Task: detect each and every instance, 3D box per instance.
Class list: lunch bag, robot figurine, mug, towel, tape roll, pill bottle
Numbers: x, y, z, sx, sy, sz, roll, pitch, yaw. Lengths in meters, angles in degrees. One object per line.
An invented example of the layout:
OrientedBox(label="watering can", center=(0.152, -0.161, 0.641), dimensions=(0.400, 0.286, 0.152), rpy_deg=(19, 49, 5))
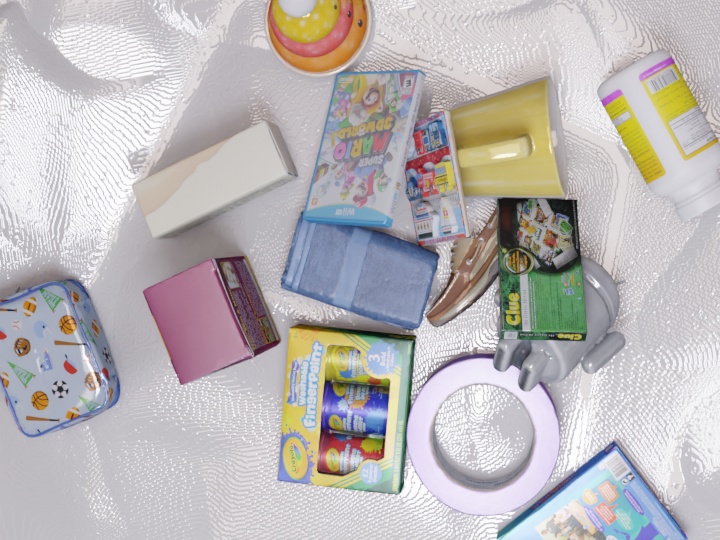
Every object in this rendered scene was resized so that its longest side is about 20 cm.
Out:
OrientedBox(label="lunch bag", center=(-0.423, 0.115, 1.795), dimensions=(0.158, 0.076, 0.203), rpy_deg=(-21, 90, 9))
OrientedBox(label="robot figurine", center=(0.248, 0.060, 1.670), dimensions=(0.169, 0.113, 0.200), rpy_deg=(38, 63, 15))
OrientedBox(label="mug", center=(0.171, -0.165, 1.668), dimensions=(0.151, 0.187, 0.152), rpy_deg=(-7, 66, 16))
OrientedBox(label="towel", center=(0.000, 0.000, 1.751), dimensions=(0.197, 0.049, 0.113), rpy_deg=(18, 91, 7))
OrientedBox(label="tape roll", center=(0.159, 0.212, 1.730), dimensions=(0.196, 0.066, 0.204), rpy_deg=(0, 92, 8))
OrientedBox(label="pill bottle", center=(0.385, -0.167, 1.670), dimensions=(0.103, 0.104, 0.202), rpy_deg=(-29, 88, 7))

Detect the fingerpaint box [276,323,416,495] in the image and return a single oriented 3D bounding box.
OrientedBox(label="fingerpaint box", center=(-0.017, 0.180, 1.746), dimensions=(0.164, 0.073, 0.204), rpy_deg=(6, 92, 7))

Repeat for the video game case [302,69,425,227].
OrientedBox(label="video game case", center=(0.004, -0.157, 1.703), dimensions=(0.142, 0.018, 0.203), rpy_deg=(5, 78, 40))

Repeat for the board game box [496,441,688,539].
OrientedBox(label="board game box", center=(0.298, 0.344, 1.726), dimensions=(0.199, 0.045, 0.153), rpy_deg=(-38, 87, 6))

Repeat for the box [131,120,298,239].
OrientedBox(label="box", center=(-0.188, -0.117, 1.749), dimensions=(0.198, 0.095, 0.079), rpy_deg=(-25, 88, 6))

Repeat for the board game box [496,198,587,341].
OrientedBox(label="board game box", center=(0.219, -0.004, 1.631), dimensions=(0.103, 0.024, 0.202), rpy_deg=(3, 54, 0))

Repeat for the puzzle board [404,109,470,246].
OrientedBox(label="puzzle board", center=(0.087, -0.110, 1.665), dimensions=(0.017, 0.200, 0.153), rpy_deg=(-9, 90, -14))

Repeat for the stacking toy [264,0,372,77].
OrientedBox(label="stacking toy", center=(-0.065, -0.325, 1.673), dimensions=(0.143, 0.200, 0.149), rpy_deg=(0, 92, 7))

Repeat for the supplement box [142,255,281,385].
OrientedBox(label="supplement box", center=(-0.184, 0.061, 1.700), dimensions=(0.102, 0.200, 0.133), rpy_deg=(-22, 88, 7))

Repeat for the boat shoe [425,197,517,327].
OrientedBox(label="boat shoe", center=(0.149, -0.013, 1.725), dimensions=(0.072, 0.076, 0.200), rpy_deg=(42, 87, 8))
